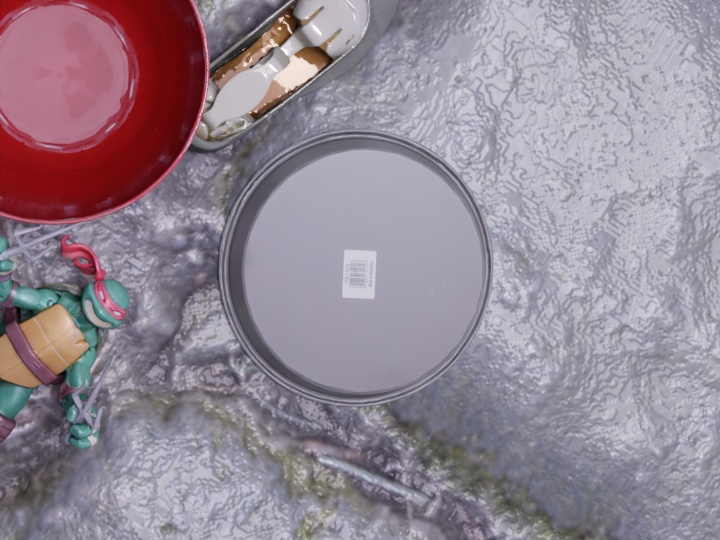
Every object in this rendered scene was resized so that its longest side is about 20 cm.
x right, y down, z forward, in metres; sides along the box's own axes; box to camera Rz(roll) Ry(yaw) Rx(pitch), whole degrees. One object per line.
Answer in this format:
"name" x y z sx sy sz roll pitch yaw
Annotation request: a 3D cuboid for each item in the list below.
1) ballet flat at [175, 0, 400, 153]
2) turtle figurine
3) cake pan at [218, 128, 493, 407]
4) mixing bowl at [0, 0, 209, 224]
"ballet flat" -0.046 -0.149 1.166 0.200 0.064 0.067 -39 99 -4
"turtle figurine" -0.221 0.056 1.141 0.200 0.101 0.150 -35 87 10
"cake pan" 0.000 0.000 1.198 0.199 0.037 0.201 -1 95 -8
"mixing bowl" -0.202 -0.131 1.122 0.199 0.108 0.201 0 93 -7
